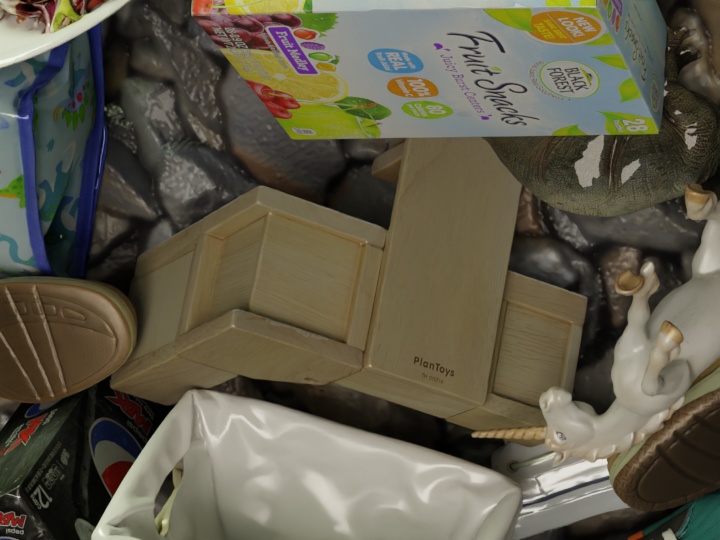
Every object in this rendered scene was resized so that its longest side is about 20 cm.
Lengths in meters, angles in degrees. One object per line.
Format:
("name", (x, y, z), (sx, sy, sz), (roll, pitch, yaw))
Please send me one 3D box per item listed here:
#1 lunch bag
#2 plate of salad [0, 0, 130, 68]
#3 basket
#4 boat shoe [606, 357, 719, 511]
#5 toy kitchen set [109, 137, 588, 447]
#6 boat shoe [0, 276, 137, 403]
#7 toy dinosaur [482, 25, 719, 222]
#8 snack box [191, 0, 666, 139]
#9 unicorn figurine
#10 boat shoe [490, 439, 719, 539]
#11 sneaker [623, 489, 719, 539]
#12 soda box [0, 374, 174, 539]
("lunch bag", (-0.232, -0.075, 1.644), (0.169, 0.128, 0.200), (15, 140, 11))
("plate of salad", (-0.178, -0.170, 1.531), (0.199, 0.200, 0.048), (-10, 129, 19))
("basket", (-0.027, 0.168, 1.581), (0.199, 0.136, 0.124), (15, 130, 16))
("boat shoe", (0.204, 0.044, 1.575), (0.200, 0.076, 0.072), (-38, 139, 3))
("toy kitchen set", (0.000, 0.000, 1.638), (0.199, 0.180, 0.164), (19, 70, -22))
("boat shoe", (-0.198, 0.035, 1.677), (0.199, 0.064, 0.072), (-10, 104, 35))
("toy dinosaur", (0.134, -0.068, 1.546), (0.199, 0.077, 0.103), (-2, 80, -4))
("snack box", (0.038, -0.122, 1.461), (0.199, 0.169, 0.068), (-1, 72, 17))
("unicorn figurine", (0.155, 0.030, 1.500), (0.200, 0.138, 0.074), (-31, 63, -11))
("boat shoe", (0.110, 0.106, 1.641), (0.199, 0.074, 0.067), (-15, 89, 10))
("sneaker", (0.143, 0.183, 1.613), (0.200, 0.080, 0.072), (-44, 60, 37))
("soda box", (-0.165, 0.111, 1.639), (0.071, 0.200, 0.063), (-27, 105, 22))
